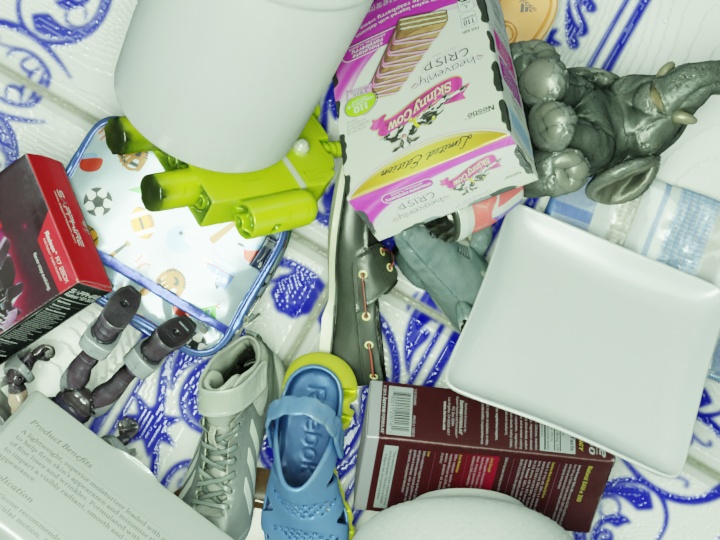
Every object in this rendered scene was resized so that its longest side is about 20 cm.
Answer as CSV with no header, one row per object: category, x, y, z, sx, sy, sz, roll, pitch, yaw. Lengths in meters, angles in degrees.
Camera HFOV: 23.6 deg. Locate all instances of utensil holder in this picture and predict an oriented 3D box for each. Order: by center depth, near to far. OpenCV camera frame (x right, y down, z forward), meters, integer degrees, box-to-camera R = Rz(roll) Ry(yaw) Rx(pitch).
utensil holder,-0.085,-0.196,1.312,0.170,0.200,0.170,15,45,-15

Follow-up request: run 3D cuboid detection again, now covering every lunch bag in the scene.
lunch bag,-0.162,-0.023,1.426,0.200,0.076,0.160,31,90,0

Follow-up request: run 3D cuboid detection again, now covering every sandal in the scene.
sandal,-0.047,0.168,1.379,0.079,0.087,0.200,0,94,11
sandal,0.094,-0.167,1.443,0.079,0.059,0.207,34,88,-1

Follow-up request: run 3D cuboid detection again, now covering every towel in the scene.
towel,0.245,-0.005,1.464,0.200,0.024,0.147,20,88,-1

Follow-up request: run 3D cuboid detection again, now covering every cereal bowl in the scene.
cereal bowl,0.084,0.229,1.380,0.200,0.200,0.083,5,62,-2

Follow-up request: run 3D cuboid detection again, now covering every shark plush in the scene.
shark plush,0.084,0.039,1.429,0.091,0.083,0.200,-18,102,15

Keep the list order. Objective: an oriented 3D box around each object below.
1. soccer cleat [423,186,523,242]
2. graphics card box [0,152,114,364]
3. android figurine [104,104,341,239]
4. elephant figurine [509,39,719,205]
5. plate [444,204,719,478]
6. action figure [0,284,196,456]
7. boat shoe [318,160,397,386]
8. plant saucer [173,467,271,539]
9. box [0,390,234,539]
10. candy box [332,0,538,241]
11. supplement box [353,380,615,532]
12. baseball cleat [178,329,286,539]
soccer cleat,0.052,-0.092,1.401,0.073,0.200,0.068,-21,130,-22
graphics card box,-0.306,0.011,1.382,0.200,0.051,0.126,-32,68,18
android figurine,-0.101,-0.100,1.391,0.200,0.041,0.182,-12,57,-37
elephant figurine,0.205,-0.116,1.409,0.200,0.155,0.142,-5,109,-30
plate,0.183,0.059,1.395,0.200,0.032,0.200,22,53,2
action figure,-0.223,0.100,1.402,0.130,0.069,0.200,39,119,-11
boat shoe,0.000,-0.001,1.418,0.063,0.074,0.201,4,105,3
plant saucer,-0.096,0.266,1.442,0.200,0.034,0.200,0,89,-3
box,-0.239,0.239,1.339,0.199,0.131,0.200,37,130,2
candy box,0.051,-0.135,1.334,0.136,0.061,0.200,-22,49,16
supplement box,0.099,0.153,1.410,0.200,0.109,0.061,7,49,-2
baseball cleat,-0.117,0.144,1.389,0.070,0.106,0.200,5,65,18
